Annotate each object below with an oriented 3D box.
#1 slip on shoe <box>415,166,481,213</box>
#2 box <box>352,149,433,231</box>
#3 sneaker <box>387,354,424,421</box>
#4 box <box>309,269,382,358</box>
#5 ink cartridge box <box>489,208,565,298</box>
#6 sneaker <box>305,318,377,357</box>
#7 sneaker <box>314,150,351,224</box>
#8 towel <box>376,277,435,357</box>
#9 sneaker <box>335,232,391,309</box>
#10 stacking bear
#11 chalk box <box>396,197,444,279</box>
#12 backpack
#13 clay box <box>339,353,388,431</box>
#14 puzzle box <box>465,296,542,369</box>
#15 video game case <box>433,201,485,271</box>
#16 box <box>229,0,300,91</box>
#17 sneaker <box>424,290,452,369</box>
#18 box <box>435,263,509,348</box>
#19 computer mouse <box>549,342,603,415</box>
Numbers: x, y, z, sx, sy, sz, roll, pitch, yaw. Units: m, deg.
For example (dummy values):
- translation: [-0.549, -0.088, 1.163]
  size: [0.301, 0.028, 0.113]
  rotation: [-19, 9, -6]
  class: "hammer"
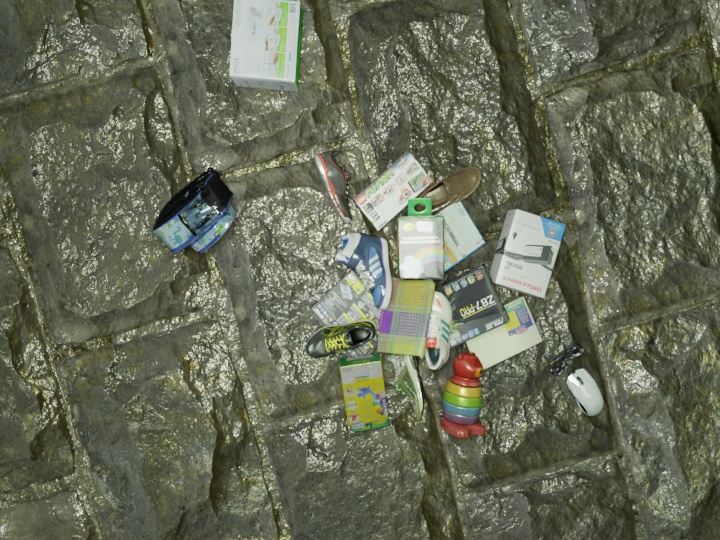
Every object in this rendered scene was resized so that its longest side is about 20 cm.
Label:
- translation: [0.233, -0.216, 1.450]
  size: [0.197, 0.061, 0.077]
  rotation: [-26, 74, 2]
  class: "slip on shoe"
- translation: [0.087, -0.213, 1.466]
  size: [0.199, 0.035, 0.111]
  rotation: [-41, 92, 0]
  class: "box"
- translation: [0.122, 0.307, 1.477]
  size: [0.087, 0.077, 0.205]
  rotation: [-13, 87, 12]
  class: "sneaker"
- translation: [-0.016, 0.125, 1.472]
  size: [0.160, 0.044, 0.201]
  rotation: [-42, 93, 0]
  class: "box"
- translation: [0.441, -0.044, 1.457]
  size: [0.141, 0.084, 0.205]
  rotation: [16, 92, -2]
  class: "ink cartridge box"
- translation: [-0.051, 0.173, 1.408]
  size: [0.196, 0.085, 0.076]
  rotation: [-21, 92, 0]
  class: "sneaker"
- translation: [-0.054, -0.226, 1.445]
  size: [0.080, 0.077, 0.204]
  rotation: [-23, 93, -7]
  class: "sneaker"
- translation: [0.118, 0.116, 1.411]
  size: [0.141, 0.023, 0.205]
  rotation: [1, 73, 29]
  class: "towel"
- translation: [0.000, 0.000, 1.420]
  size: [0.143, 0.081, 0.205]
  rotation: [5, 70, -20]
  class: "sneaker"
- translation: [0.277, 0.321, 1.451]
  size: [0.119, 0.113, 0.206]
  rotation: [5, 94, -38]
  class: "stacking bear"
- translation: [0.153, -0.083, 1.410]
  size: [0.121, 0.124, 0.206]
  rotation: [0, 94, 3]
  class: "chalk box"
- translation: [-0.417, -0.132, 1.386]
  size: [0.198, 0.184, 0.148]
  rotation: [-34, 113, 9]
  class: "backpack"
- translation: [0.011, 0.328, 1.459]
  size: [0.112, 0.048, 0.205]
  rotation: [-8, 111, -1]
  class: "clay box"
- translation: [0.382, 0.173, 1.492]
  size: [0.196, 0.025, 0.136]
  rotation: [-24, 91, 0]
  class: "puzzle box"
- translation: [0.223, -0.079, 1.483]
  size: [0.198, 0.018, 0.145]
  rotation: [-33, 93, 0]
  class: "video game case"
- translation: [-0.243, -0.584, 1.414]
  size: [0.172, 0.097, 0.206]
  rotation: [3, 92, -1]
  class: "box"
- translation: [0.195, 0.158, 1.403]
  size: [0.069, 0.093, 0.205]
  rotation: [2, 99, 18]
  class: "sneaker"
- translation: [0.271, 0.099, 1.446]
  size: [0.197, 0.049, 0.164]
  rotation: [-26, 92, 18]
  class: "box"
- translation: [0.608, 0.310, 1.494]
  size: [0.109, 0.044, 0.202]
  rotation: [-35, 92, -1]
  class: "computer mouse"
